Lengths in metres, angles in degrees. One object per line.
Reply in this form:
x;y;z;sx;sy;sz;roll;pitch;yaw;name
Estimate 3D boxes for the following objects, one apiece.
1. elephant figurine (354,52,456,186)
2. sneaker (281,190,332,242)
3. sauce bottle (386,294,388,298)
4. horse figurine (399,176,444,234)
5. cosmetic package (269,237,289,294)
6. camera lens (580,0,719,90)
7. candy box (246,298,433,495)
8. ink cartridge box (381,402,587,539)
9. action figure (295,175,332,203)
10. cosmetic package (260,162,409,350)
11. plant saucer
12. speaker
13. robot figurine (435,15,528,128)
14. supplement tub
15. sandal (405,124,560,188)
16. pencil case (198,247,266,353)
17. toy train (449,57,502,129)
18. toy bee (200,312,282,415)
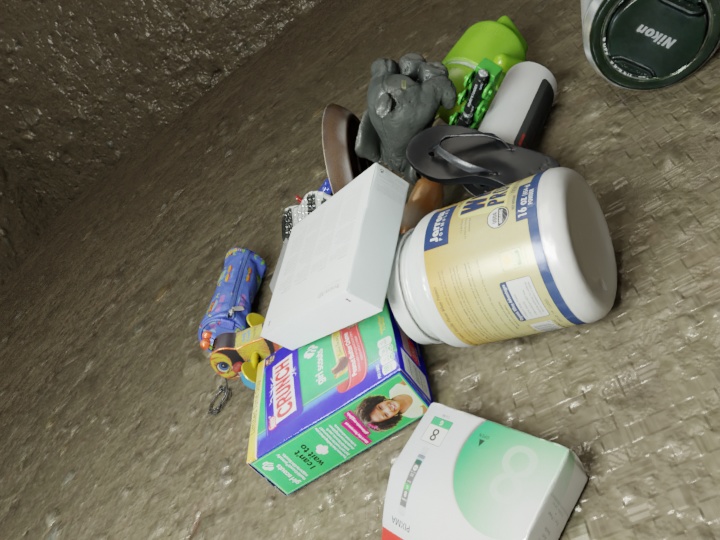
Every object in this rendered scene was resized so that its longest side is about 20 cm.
0.064;-0.190;0.930;0.152;0.203;0.143;-10;46;-17;elephant figurine
-0.061;-0.081;1.029;0.199;0.079;0.077;176;96;-64;sneaker
0.015;-0.035;0.786;0.065;0.066;0.201;-35;30;11;sauce bottle
0.071;-0.065;0.851;0.202;0.049;0.133;-59;2;5;horse figurine
-0.087;0.013;0.929;0.200;0.050;0.084;-137;65;-72;cosmetic package
0.355;-0.334;0.801;0.158;0.160;0.202;-21;35;33;camera lens
-0.028;0.129;0.735;0.198;0.077;0.170;-35;28;14;candy box
0.071;0.217;0.528;0.160;0.050;0.201;6;52;54;ink cartridge box
-0.035;-0.173;1.189;0.198;0.052;0.066;-32;26;13;action figure
-0.033;-0.008;0.721;0.199;0.051;0.153;-28;40;53;cosmetic package
-0.007;-0.154;0.980;0.031;0.203;0.202;-11;38;16;plant saucer
0.202;-0.190;0.879;0.080;0.081;0.202;-7;43;46;speaker
0.184;-0.306;1.016;0.174;0.116;0.201;-7;42;57;robot figurine
0.135;-0.004;0.644;0.197;0.145;0.146;-17;36;37;supplement tub
0.144;-0.138;0.776;0.197;0.043;0.077;18;75;28;sandal
-0.207;0.046;1.066;0.202;0.077;0.087;-84;21;-51;pencil case
0.147;-0.204;0.895;0.057;0.041;0.201;-49;-14;-30;toy train
-0.162;0.117;0.888;0.200;0.109;0.131;-44;30;-3;toy bee
